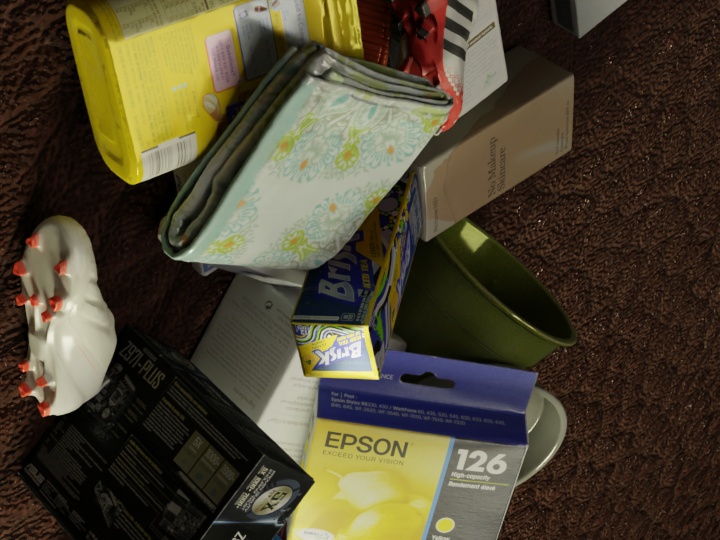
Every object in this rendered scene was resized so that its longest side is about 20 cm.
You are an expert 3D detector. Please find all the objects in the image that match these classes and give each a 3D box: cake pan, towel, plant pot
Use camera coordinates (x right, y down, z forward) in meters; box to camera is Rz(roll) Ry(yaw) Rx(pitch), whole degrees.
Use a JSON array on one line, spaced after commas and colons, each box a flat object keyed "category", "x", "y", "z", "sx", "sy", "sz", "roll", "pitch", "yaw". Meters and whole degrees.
[{"category": "cake pan", "x": 0.098, "y": 0.157, "z": 1.406, "sx": 0.198, "sy": 0.037, "sz": 0.201, "roll": -10, "pitch": 139, "yaw": -9}, {"category": "towel", "x": -0.038, "y": -0.077, "z": 1.110, "sx": 0.170, "sy": 0.048, "sz": 0.200, "roll": 8, "pitch": 130, "yaw": -50}, {"category": "plant pot", "x": 0.077, "y": 0.069, "z": 1.449, "sx": 0.190, "sy": 0.200, "sz": 0.199, "roll": -49, "pitch": 146, "yaw": 15}]

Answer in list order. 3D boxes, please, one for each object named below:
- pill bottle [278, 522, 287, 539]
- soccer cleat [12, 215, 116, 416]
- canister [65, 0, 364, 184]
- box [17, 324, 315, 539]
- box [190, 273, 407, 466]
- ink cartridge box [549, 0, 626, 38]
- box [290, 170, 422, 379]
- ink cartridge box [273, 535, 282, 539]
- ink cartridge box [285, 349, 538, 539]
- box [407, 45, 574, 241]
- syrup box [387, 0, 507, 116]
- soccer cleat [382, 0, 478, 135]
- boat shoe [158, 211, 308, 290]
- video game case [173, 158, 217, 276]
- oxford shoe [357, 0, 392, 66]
[{"category": "pill bottle", "x": -0.025, "y": 0.257, "z": 1.457, "sx": 0.114, "sy": 0.200, "sz": 0.115, "roll": -28, "pitch": 138, "yaw": -29}, {"category": "soccer cleat", "x": -0.227, "y": 0.030, "z": 1.160, "sx": 0.077, "sy": 0.069, "sz": 0.201, "roll": -28, "pitch": 145, "yaw": -38}, {"category": "canister", "x": -0.104, "y": -0.163, "z": 1.086, "sx": 0.199, "sy": 0.086, "sz": 0.150, "roll": -24, "pitch": 123, "yaw": -25}, {"category": "box", "x": -0.165, "y": 0.173, "z": 1.229, "sx": 0.164, "sy": 0.200, "sz": 0.086, "roll": -53, "pitch": 143, "yaw": 0}, {"category": "box", "x": -0.078, "y": 0.116, "z": 1.359, "sx": 0.152, "sy": 0.106, "sz": 0.201, "roll": 17, "pitch": 106, "yaw": -53}, {"category": "ink cartridge box", "x": 0.243, "y": -0.346, "z": 1.386, "sx": 0.173, "sy": 0.043, "sz": 0.201, "roll": -39, "pitch": 142, "yaw": -17}, {"category": "box", "x": 0.000, "y": 0.000, "z": 1.251, "sx": 0.201, "sy": 0.069, "sz": 0.065, "roll": -72, "pitch": 157, "yaw": -47}, {"category": "ink cartridge box", "x": -0.175, "y": 0.328, "z": 1.397, "sx": 0.199, "sy": 0.144, "sz": 0.148, "roll": -24, "pitch": 135, "yaw": -34}, {"category": "ink cartridge box", "x": 0.046, "y": 0.171, "z": 1.326, "sx": 0.195, "sy": 0.047, "sz": 0.202, "roll": 8, "pitch": 121, "yaw": -8}, {"category": "box", "x": 0.106, "y": -0.122, "z": 1.387, "sx": 0.199, "sy": 0.078, "sz": 0.096, "roll": -33, "pitch": 139, "yaw": -27}, {"category": "syrup box", "x": 0.062, "y": -0.231, "z": 1.246, "sx": 0.081, "sy": 0.079, "sz": 0.201, "roll": -37, "pitch": 142, "yaw": -19}, {"category": "soccer cleat", "x": 0.062, "y": -0.185, "z": 1.168, "sx": 0.085, "sy": 0.068, "sz": 0.201, "roll": -52, "pitch": 156, "yaw": -22}, {"category": "boat shoe", "x": -0.090, "y": -0.033, "z": 1.226, "sx": 0.199, "sy": 0.070, "sz": 0.071, "roll": 19, "pitch": 80, "yaw": -51}, {"category": "video game case", "x": -0.071, "y": -0.112, "z": 1.246, "sx": 0.199, "sy": 0.022, "sz": 0.184, "roll": -33, "pitch": 140, "yaw": -26}, {"category": "oxford shoe", "x": -0.016, "y": -0.151, "z": 1.220, "sx": 0.073, "sy": 0.071, "sz": 0.202, "roll": -45, "pitch": 153, "yaw": -72}]
